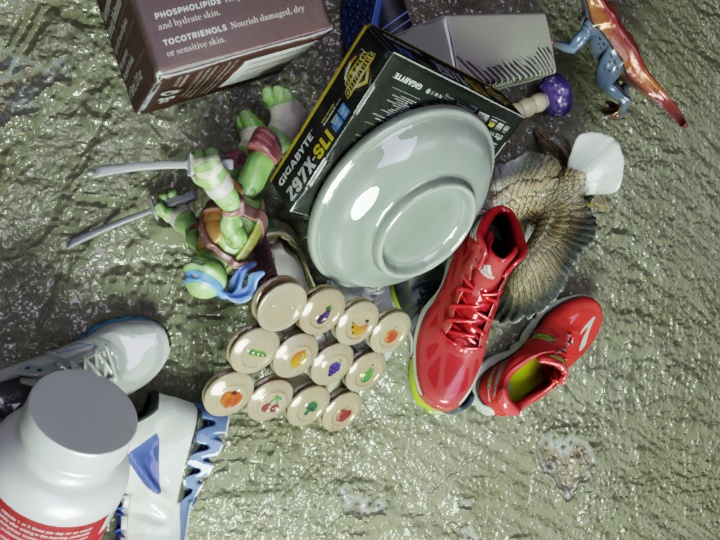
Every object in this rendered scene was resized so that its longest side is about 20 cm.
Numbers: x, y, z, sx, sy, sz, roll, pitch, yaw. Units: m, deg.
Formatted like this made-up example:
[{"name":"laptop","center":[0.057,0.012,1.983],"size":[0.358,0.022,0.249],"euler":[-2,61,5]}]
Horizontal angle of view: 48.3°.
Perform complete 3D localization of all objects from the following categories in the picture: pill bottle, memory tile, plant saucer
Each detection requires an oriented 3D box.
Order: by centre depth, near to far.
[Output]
[{"name":"pill bottle","center":[-0.253,0.181,0.642],"size":[0.110,0.113,0.202],"euler":[22,118,-21]},{"name":"plant saucer","center":[0.048,-0.049,0.717],"size":[0.196,0.051,0.203],"euler":[-23,143,-18]},{"name":"memory tile","center":[-0.045,0.086,0.765],"size":[0.198,0.017,0.155],"euler":[17,110,-44]}]

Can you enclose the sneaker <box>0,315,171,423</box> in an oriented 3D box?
[{"name":"sneaker","center":[-0.256,0.098,0.704],"size":[0.196,0.086,0.077],"euler":[-22,97,-23]}]

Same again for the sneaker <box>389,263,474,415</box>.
[{"name":"sneaker","center":[0.084,0.058,0.854],"size":[0.072,0.081,0.205],"euler":[-18,97,-22]}]

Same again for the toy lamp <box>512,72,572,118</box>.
[{"name":"toy lamp","center":[0.149,-0.164,0.898],"size":[0.197,0.058,0.059],"euler":[-25,99,-21]}]

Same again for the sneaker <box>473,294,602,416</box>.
[{"name":"sneaker","center":[0.215,0.103,0.908],"size":[0.199,0.085,0.078],"euler":[-38,104,-19]}]

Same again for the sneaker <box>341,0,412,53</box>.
[{"name":"sneaker","center":[0.030,-0.238,0.845],"size":[0.076,0.069,0.206],"euler":[-2,91,-36]}]

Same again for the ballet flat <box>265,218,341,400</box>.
[{"name":"ballet flat","center":[-0.061,0.047,0.800],"size":[0.068,0.069,0.204],"euler":[-24,99,-21]}]

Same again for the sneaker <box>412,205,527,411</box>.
[{"name":"sneaker","center":[0.101,0.029,0.765],"size":[0.076,0.116,0.205],"euler":[14,75,0]}]

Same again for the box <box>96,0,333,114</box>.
[{"name":"box","center":[-0.148,-0.269,0.709],"size":[0.161,0.165,0.205],"euler":[-21,98,-21]}]

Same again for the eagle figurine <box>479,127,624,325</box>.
[{"name":"eagle figurine","center":[0.191,-0.057,0.880],"size":[0.198,0.151,0.154],"euler":[-33,122,-25]}]

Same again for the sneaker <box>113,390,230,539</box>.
[{"name":"sneaker","center":[-0.206,0.199,0.736],"size":[0.113,0.080,0.204],"euler":[24,74,-18]}]

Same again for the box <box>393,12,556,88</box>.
[{"name":"box","center":[0.120,-0.223,0.833],"size":[0.198,0.081,0.070],"euler":[-21,100,-45]}]

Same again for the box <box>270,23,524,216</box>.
[{"name":"box","center":[0.038,-0.111,0.721],"size":[0.197,0.050,0.161],"euler":[9,127,-46]}]

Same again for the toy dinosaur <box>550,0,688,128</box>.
[{"name":"toy dinosaur","center":[0.290,-0.276,0.915],"size":[0.105,0.197,0.184],"euler":[-50,140,-30]}]

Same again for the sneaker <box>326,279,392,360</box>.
[{"name":"sneaker","center":[0.000,0.000,0.823],"size":[0.071,0.070,0.205],"euler":[-15,96,-22]}]

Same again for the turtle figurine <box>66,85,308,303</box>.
[{"name":"turtle figurine","center":[-0.142,-0.088,0.718],"size":[0.196,0.145,0.196],"euler":[23,59,8]}]
